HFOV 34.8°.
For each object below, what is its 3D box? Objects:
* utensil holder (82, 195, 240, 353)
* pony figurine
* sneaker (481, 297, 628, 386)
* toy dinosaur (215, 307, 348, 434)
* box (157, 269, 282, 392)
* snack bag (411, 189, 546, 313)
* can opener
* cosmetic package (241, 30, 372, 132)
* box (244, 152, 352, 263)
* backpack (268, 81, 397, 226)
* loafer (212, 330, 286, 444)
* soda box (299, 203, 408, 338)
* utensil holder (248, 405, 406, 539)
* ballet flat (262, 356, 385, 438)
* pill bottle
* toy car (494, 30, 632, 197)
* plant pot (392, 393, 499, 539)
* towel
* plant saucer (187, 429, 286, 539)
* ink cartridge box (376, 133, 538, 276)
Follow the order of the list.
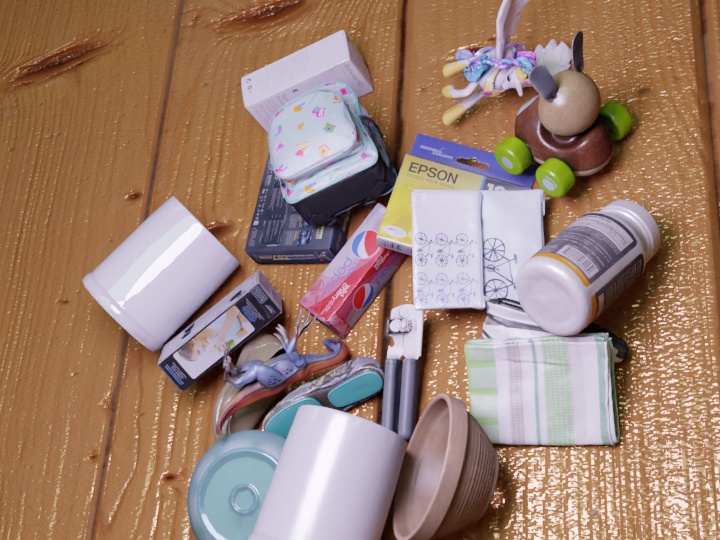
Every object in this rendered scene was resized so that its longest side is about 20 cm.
[{"bbox_3d":[-0.317,0.005,1.850,0.200,0.170,0.170,-44,54,-4],"label":"utensil holder"},{"bbox_3d":[0.220,-0.318,1.762,0.200,0.167,0.193,-11,43,49],"label":"pony figurine"},{"bbox_3d":[0.259,0.118,1.572,0.200,0.076,0.116,17,100,19],"label":"sneaker"},{"bbox_3d":[-0.112,0.146,1.693,0.181,0.105,0.201,9,94,-10],"label":"toy dinosaur"},{"bbox_3d":[-0.216,0.092,1.781,0.200,0.060,0.117,-38,11,2],"label":"box"},{"bbox_3d":[0.172,-0.031,1.647,0.199,0.021,0.189,1,70,1],"label":"snack bag"},{"bbox_3d":[0.066,0.145,1.652,0.052,0.066,0.201,-3,72,26],"label":"can opener"},{"bbox_3d":[-0.091,-0.315,1.944,0.199,0.102,0.074,-22,57,17],"label":"cosmetic package"},{"bbox_3d":[-0.091,-0.109,1.865,0.157,0.051,0.201,-2,63,26],"label":"box"},{"bbox_3d":[-0.057,-0.194,1.777,0.175,0.153,0.200,-27,48,13],"label":"backpack"},{"bbox_3d":[-0.162,0.183,1.730,0.067,0.076,0.201,2,66,34],"label":"loafer"},{"bbox_3d":[0.000,0.000,1.754,0.070,0.063,0.200,33,82,35],"label":"soda box"},{"bbox_3d":[-0.041,0.302,1.538,0.169,0.170,0.201,9,69,30],"label":"utensil holder"},{"bbox_3d":[-0.053,0.184,1.691,0.200,0.072,0.072,-28,55,11],"label":"ballet flat"},{"bbox_3d":[0.307,-0.008,1.530,0.116,0.117,0.200,27,47,34],"label":"pill bottle"},{"bbox_3d":[0.282,-0.239,1.634,0.164,0.200,0.158,-43,53,-18],"label":"toy car"},{"bbox_3d":[0.120,0.271,1.507,0.092,0.201,0.201,20,70,-9],"label":"plant pot"},{"bbox_3d":[0.239,0.161,1.527,0.199,0.031,0.150,-4,92,22],"label":"towel"},{"bbox_3d":[-0.161,0.328,1.641,0.199,0.036,0.201,-3,78,14],"label":"plant saucer"},{"bbox_3d":[0.147,-0.103,1.707,0.197,0.047,0.201,16,73,9],"label":"ink cartridge box"}]
